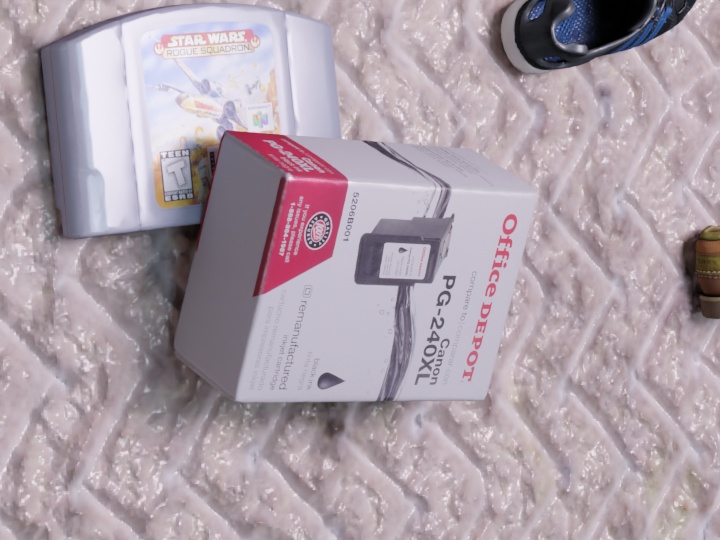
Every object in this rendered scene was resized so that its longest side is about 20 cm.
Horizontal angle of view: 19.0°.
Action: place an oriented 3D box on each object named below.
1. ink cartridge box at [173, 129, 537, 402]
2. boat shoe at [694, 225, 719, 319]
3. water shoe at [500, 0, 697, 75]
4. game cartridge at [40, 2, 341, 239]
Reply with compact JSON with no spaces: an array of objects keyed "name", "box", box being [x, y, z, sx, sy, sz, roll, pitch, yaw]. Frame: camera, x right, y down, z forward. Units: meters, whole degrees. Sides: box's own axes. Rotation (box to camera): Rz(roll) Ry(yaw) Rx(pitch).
[{"name":"ink cartridge box","box":[0.000,0.000,1.328,0.199,0.083,0.147,2,110,-37]},{"name":"boat shoe","box":[0.332,-0.021,1.596,0.199,0.072,0.069,-17,101,-34]},{"name":"water shoe","box":[0.188,-0.184,1.489,0.199,0.079,0.072,-30,107,-31]},{"name":"game cartridge","box":[-0.098,-0.095,1.315,0.199,0.041,0.135,-9,99,-35]}]
